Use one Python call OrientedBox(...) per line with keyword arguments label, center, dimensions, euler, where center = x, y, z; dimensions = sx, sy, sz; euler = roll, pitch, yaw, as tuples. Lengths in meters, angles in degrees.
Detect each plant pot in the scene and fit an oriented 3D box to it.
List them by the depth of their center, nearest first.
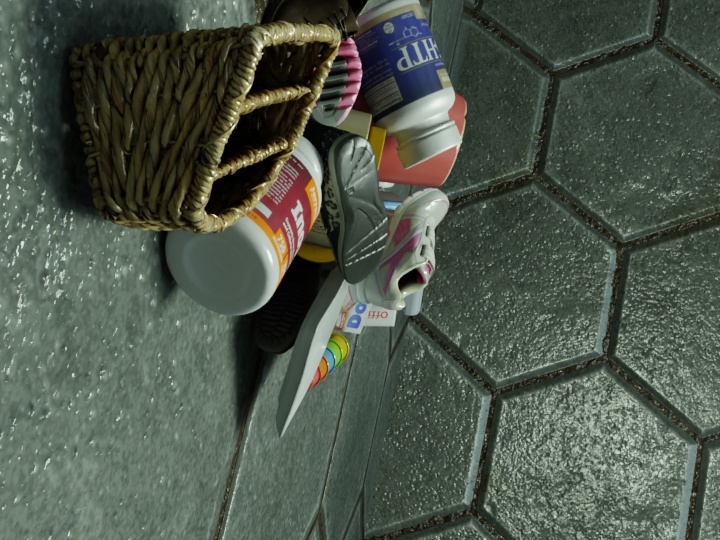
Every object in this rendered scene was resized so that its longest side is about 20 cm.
OrientedBox(label="plant pot", center=(0.061, -0.225, 1.166), dimensions=(0.200, 0.173, 0.206), euler=(-165, -90, -82))

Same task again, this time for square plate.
OrientedBox(label="square plate", center=(-0.062, 0.091, 1.015), dimensions=(0.201, 0.028, 0.201), euler=(-64, 174, -54))

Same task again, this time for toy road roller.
OrientedBox(label="toy road roller", center=(-0.046, -0.113, 1.019), dimensions=(0.146, 0.119, 0.206), euler=(160, -57, -85))

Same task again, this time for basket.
OrientedBox(label="basket", center=(-0.097, -0.105, 0.567), dimensions=(0.200, 0.145, 0.147), euler=(-52, 138, -70))

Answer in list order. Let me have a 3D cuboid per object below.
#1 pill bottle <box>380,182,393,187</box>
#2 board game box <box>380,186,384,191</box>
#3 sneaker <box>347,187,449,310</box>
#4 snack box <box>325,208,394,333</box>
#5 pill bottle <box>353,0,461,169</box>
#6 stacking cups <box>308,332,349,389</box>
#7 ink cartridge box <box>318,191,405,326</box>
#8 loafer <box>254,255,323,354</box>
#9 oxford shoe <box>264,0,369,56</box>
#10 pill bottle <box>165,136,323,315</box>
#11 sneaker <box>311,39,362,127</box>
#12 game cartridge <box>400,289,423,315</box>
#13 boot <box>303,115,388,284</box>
OrientedBox(label="pill bottle", center=(0.034, -0.257, 1.319), dimensions=(0.109, 0.106, 0.206), euler=(-52, 152, -68))
OrientedBox(label="board game box", center=(0.010, -0.032, 1.335), dimensions=(0.202, 0.100, 0.106), euler=(88, -18, -53))
OrientedBox(label="sneaker", center=(0.072, -0.022, 1.032), dimensions=(0.202, 0.087, 0.082), euler=(-55, 151, -14))
OrientedBox(label="snack box", center=(0.000, 0.000, 1.106), dimensions=(0.024, 0.070, 0.204), euler=(-118, -136, -55))
OrientedBox(label="pill bottle", center=(0.061, -0.250, 1.015), dimensions=(0.204, 0.117, 0.120), euler=(67, 16, -5))
OrientedBox(label="stacking cups", center=(-0.070, 0.167, 1.319), dimensions=(0.200, 0.059, 0.062), euler=(-44, 144, -73))
OrientedBox(label="ink cartridge box", center=(-0.008, -0.020, 1.179), dimensions=(0.084, 0.141, 0.206), euler=(-138, -127, -64))
OrientedBox(label="loafer", center=(-0.090, 0.044, 1.039), dimensions=(0.072, 0.071, 0.202), euler=(93, 14, -46))
OrientedBox(label="oxford shoe", center=(-0.048, -0.280, 0.845), dimensions=(0.202, 0.083, 0.073), euler=(-58, 151, -20))
OrientedBox(label="pill bottle", center=(-0.103, -0.059, 0.745), dimensions=(0.202, 0.110, 0.115), euler=(-66, 164, -52))
OrientedBox(label="sneaker", center=(-0.041, -0.271, 0.955), dimensions=(0.095, 0.077, 0.206), euler=(127, -35, -77))
OrientedBox(label="game cartridge", center=(0.087, -0.027, 1.197), dimensions=(0.201, 0.040, 0.137), euler=(-80, 174, -71))
OrientedBox(label="boot", center=(-0.041, -0.098, 0.905), dimensions=(0.073, 0.153, 0.207), euler=(-31, 137, -24))
